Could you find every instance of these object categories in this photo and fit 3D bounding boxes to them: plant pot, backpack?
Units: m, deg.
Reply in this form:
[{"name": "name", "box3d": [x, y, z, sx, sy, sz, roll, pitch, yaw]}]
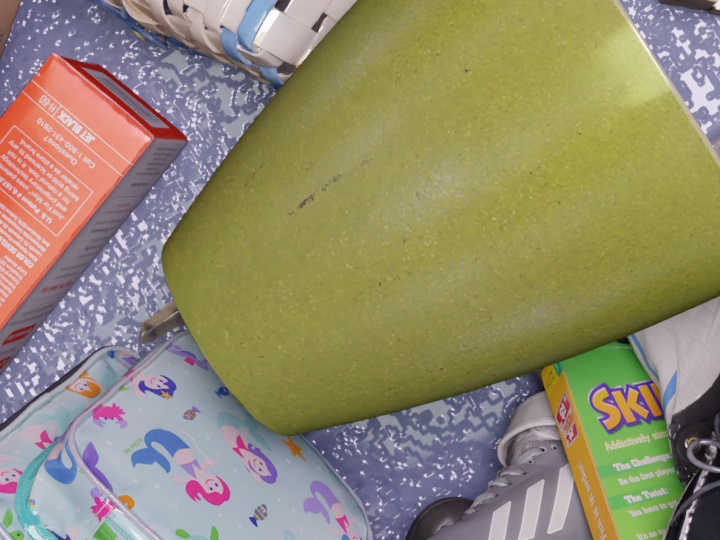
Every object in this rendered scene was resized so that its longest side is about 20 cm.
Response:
[{"name": "plant pot", "box3d": [0.028, -0.028, 0.694, 0.200, 0.187, 0.188, -33, 90, 10]}, {"name": "backpack", "box3d": [-0.083, 0.137, 0.759, 0.150, 0.178, 0.200, -36, 92, 27]}]

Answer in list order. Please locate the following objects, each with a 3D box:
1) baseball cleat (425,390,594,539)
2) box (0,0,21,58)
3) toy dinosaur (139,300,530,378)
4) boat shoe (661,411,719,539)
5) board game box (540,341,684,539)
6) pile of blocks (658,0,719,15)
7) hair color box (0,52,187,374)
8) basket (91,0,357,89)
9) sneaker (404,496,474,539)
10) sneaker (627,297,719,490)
[{"name": "baseball cleat", "box3d": [0.066, 0.111, 0.776, 0.199, 0.070, 0.107, -6, 50, -31]}, {"name": "box", "box3d": [-0.202, -0.106, 0.740, 0.095, 0.200, 0.078, -41, 90, -24]}, {"name": "toy dinosaur", "box3d": [0.000, 0.000, 0.798, 0.199, 0.048, 0.088, 6, 55, -17]}, {"name": "boat shoe", "box3d": [0.159, 0.073, 0.658, 0.074, 0.062, 0.201, 26, 83, 31]}, {"name": "board game box", "box3d": [0.142, 0.101, 0.748, 0.095, 0.201, 0.030, 4, 138, -19]}, {"name": "pile of blocks", "box3d": [0.122, -0.197, 0.789, 0.082, 0.062, 0.200, -43, 90, 5]}, {"name": "hair color box", "box3d": [-0.168, -0.001, 0.800, 0.061, 0.102, 0.200, 39, 94, 0]}, {"name": "basket", "box3d": [-0.053, -0.177, 0.774, 0.200, 0.139, 0.177, 35, 95, 36]}, {"name": "sneaker", "box3d": [0.067, 0.201, 0.795, 0.066, 0.090, 0.201, -11, 93, -11]}, {"name": "sneaker", "box3d": [0.153, 0.035, 0.759, 0.072, 0.072, 0.201, -27, 59, 16]}]
